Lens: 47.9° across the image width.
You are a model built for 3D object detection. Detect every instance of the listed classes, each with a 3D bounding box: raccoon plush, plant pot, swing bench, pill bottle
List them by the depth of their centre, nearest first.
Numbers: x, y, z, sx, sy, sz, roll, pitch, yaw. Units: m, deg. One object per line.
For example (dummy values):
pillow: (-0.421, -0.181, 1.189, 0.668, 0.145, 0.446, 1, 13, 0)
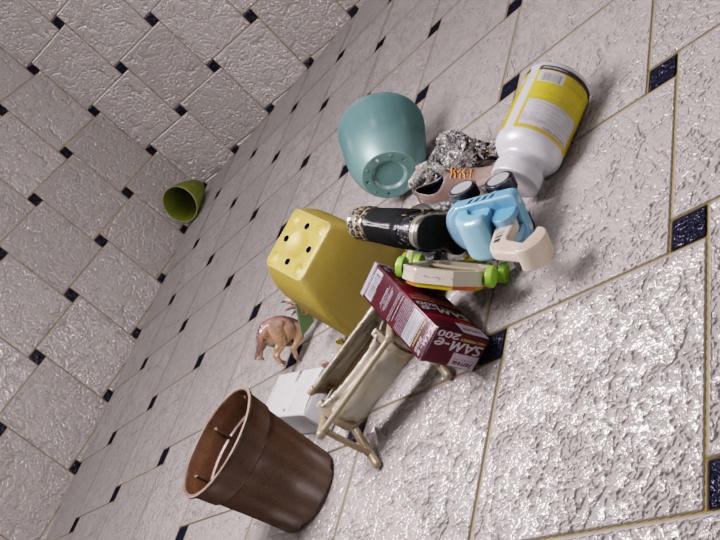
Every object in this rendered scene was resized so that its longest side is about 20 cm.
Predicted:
pill bottle: (0.283, -0.223, 1.297, 0.112, 0.111, 0.202, -9, 51, 63)
swing bench: (0.019, 0.166, 1.302, 0.200, 0.129, 0.200, -54, 21, 11)
plant pot: (-0.164, 0.332, 1.374, 0.200, 0.197, 0.201, -47, 22, 26)
raccoon plush: (0.170, -0.191, 1.495, 0.135, 0.097, 0.199, -53, 18, -24)
plant pot: (-0.055, -0.010, 1.505, 0.193, 0.199, 0.197, 25, 83, 46)
plant pot: (0.054, -0.256, 1.764, 0.200, 0.199, 0.162, -43, 36, 31)
plant pot: (-0.852, -0.368, 4.026, 0.187, 0.187, 0.201, -43, 9, 31)

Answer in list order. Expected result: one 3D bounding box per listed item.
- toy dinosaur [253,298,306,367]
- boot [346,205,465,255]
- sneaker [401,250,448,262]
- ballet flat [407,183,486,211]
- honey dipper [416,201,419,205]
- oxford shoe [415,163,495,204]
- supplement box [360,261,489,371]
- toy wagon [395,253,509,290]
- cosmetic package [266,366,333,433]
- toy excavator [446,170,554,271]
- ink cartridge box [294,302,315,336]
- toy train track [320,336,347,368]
toy dinosaur: (-0.170, 0.126, 1.764, 0.085, 0.198, 0.138, 18, 115, 44)
boot: (0.087, -0.073, 1.360, 0.152, 0.202, 0.075, 10, 96, 32)
sneaker: (0.116, 0.008, 1.401, 0.081, 0.074, 0.201, -42, 27, 24)
ballet flat: (0.163, -0.113, 1.424, 0.198, 0.066, 0.058, -8, 73, 36)
honey dipper: (0.149, -0.094, 1.521, 0.038, 0.038, 0.200, -52, 22, 10)
oxford shoe: (0.186, -0.153, 1.443, 0.198, 0.073, 0.072, -25, 32, 32)
supplement box: (0.093, 0.067, 1.222, 0.062, 0.108, 0.200, -63, 37, 16)
toy wagon: (0.150, 0.001, 1.251, 0.153, 0.199, 0.040, 7, 97, 26)
cosmetic package: (-0.109, 0.251, 1.549, 0.199, 0.074, 0.103, -20, 41, 56)
toy excavator: (0.204, -0.055, 1.188, 0.192, 0.101, 0.201, -12, 30, 34)
ink cartridge box: (-0.097, 0.019, 1.690, 0.047, 0.147, 0.200, 15, 42, 29)
toy train track: (-0.023, 0.140, 1.569, 0.200, 0.032, 0.116, -43, 25, 31)
